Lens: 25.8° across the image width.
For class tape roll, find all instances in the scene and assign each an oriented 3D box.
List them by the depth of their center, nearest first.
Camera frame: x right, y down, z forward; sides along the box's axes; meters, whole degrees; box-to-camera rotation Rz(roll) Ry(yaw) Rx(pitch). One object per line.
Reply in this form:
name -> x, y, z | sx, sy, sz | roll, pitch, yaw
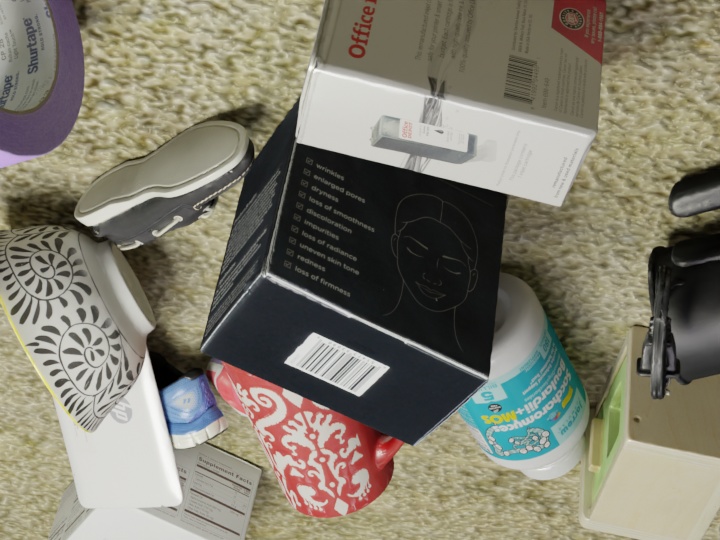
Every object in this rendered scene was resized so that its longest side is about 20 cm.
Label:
tape roll -> -0.282, -0.170, 1.123 | 0.065, 0.201, 0.200 | -12, 134, 25

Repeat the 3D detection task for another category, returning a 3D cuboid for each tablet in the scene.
tablet -> -0.242, 0.132, 1.502 | 0.130, 0.014, 0.201 | -6, 102, 31

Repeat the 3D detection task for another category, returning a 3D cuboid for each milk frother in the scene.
milk frother -> 0.316, 0.027, 1.215 | 0.188, 0.200, 0.181 | -13, 129, 25

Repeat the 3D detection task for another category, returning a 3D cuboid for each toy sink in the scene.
toy sink -> 0.265, 0.168, 1.436 | 0.112, 0.131, 0.200 | 11, 140, 0

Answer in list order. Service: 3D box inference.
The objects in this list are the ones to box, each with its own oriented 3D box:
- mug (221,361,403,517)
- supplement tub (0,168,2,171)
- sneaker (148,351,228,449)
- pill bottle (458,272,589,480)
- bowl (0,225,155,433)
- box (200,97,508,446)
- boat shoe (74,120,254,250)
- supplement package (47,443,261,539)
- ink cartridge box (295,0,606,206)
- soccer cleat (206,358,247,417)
mug -> -0.031, 0.123, 1.403 | 0.177, 0.133, 0.200 | 25, 143, 44
supplement tub -> -0.388, -0.130, 1.233 | 0.199, 0.145, 0.145 | 6, 139, 6
sneaker -> -0.218, 0.120, 1.539 | 0.199, 0.078, 0.090 | -3, 103, 33
pill bottle -> 0.137, 0.102, 1.404 | 0.110, 0.111, 0.200 | -11, 135, 24
bowl -> -0.241, 0.033, 1.384 | 0.094, 0.201, 0.201 | -27, 132, -1
box -> 0.000, 0.000, 1.254 | 0.200, 0.197, 0.124 | 26, 138, -16
boat shoe -> -0.154, -0.065, 1.310 | 0.200, 0.074, 0.060 | -21, 130, 35
supplement package -> -0.224, 0.267, 1.666 | 0.155, 0.111, 0.200 | 27, 137, -17
ink cartridge box -> 0.065, -0.142, 1.119 | 0.199, 0.146, 0.085 | 15, 140, -4
soccer cleat -> -0.069, 0.141, 1.541 | 0.076, 0.067, 0.200 | 17, 162, 50
